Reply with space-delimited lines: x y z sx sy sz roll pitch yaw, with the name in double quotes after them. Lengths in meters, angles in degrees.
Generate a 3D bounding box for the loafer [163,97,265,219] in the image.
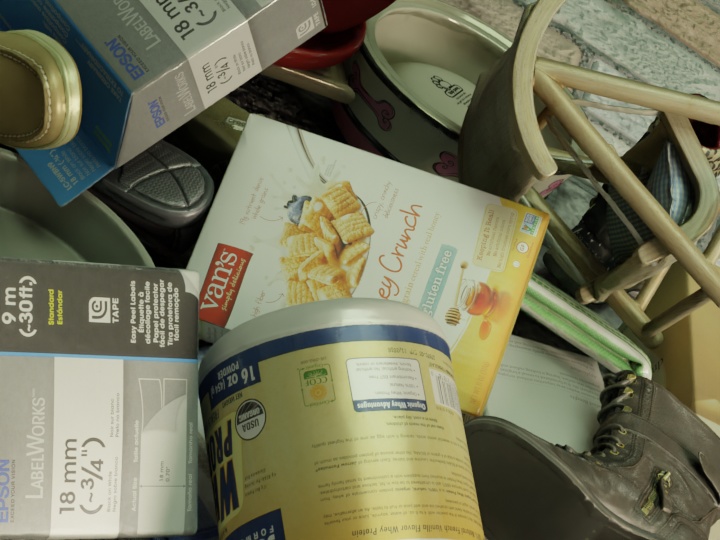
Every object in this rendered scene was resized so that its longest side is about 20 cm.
-0.077 -0.066 1.553 0.200 0.076 0.067 47 42 14 "loafer"

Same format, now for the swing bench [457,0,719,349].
0.157 -0.065 1.521 0.200 0.199 0.130 32 78 0 "swing bench"

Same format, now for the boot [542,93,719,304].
0.227 -0.058 1.738 0.073 0.154 0.204 44 28 14 "boot"

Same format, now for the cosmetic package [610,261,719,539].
0.224 0.093 1.611 0.071 0.105 0.200 26 34 -15 "cosmetic package"

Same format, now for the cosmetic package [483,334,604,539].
0.106 0.138 1.475 0.113 0.081 0.200 18 40 -26 "cosmetic package"

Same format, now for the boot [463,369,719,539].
0.145 0.115 1.416 0.200 0.069 0.174 38 32 -12 "boot"

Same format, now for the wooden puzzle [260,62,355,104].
-0.101 -0.197 1.676 0.185 0.037 0.200 18 34 -26 "wooden puzzle"

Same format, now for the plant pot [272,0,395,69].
-0.039 -0.245 1.586 0.200 0.183 0.201 24 31 -16 "plant pot"

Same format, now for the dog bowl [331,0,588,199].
0.067 -0.112 1.721 0.200 0.074 0.200 25 30 -16 "dog bowl"

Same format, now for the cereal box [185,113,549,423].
0.000 0.000 1.457 0.200 0.040 0.144 18 68 4 "cereal box"

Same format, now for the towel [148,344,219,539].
-0.071 0.102 1.410 0.200 0.024 0.147 -10 55 -47 "towel"

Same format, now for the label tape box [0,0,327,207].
-0.143 -0.155 1.440 0.200 0.063 0.144 -36 65 -10 "label tape box"

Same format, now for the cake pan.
-0.211 0.000 1.377 0.200 0.037 0.200 23 32 -15 "cake pan"

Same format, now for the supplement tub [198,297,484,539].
-0.008 0.130 1.297 0.144 0.144 0.200 7 62 -36 "supplement tub"

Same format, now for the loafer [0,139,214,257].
-0.184 -0.074 1.492 0.200 0.063 0.072 33 51 12 "loafer"

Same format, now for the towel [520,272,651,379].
0.120 0.020 1.595 0.152 0.023 0.200 32 4 -7 "towel"

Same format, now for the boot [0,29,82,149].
-0.271 -0.108 1.380 0.155 0.072 0.200 -7 18 -43 "boot"

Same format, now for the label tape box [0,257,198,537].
-0.182 0.068 1.241 0.200 0.063 0.144 4 84 -39 "label tape box"
